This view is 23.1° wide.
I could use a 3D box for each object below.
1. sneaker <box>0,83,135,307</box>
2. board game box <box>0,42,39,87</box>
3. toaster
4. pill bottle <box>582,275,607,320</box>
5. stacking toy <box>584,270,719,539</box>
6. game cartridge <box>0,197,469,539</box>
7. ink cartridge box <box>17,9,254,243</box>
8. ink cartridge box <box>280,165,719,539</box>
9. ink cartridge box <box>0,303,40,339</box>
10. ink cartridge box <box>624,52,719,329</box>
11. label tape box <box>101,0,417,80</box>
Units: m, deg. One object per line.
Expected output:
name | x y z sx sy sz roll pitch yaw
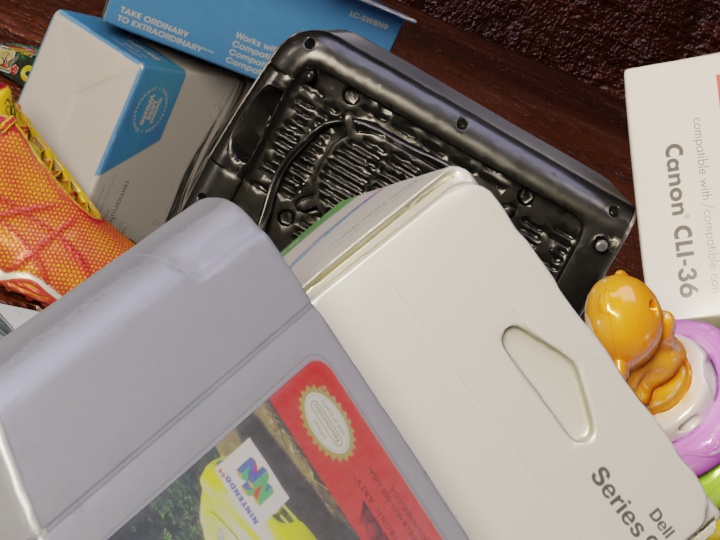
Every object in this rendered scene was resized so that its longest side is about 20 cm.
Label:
sneaker | -0.167 -0.040 0.839 0.199 0.077 0.073 33 9 -22
board game box | -0.175 -0.130 1.294 0.104 0.024 0.200 29 13 17
toaster | 0.000 0.000 0.802 0.199 0.182 0.119 29 11 -1
pill bottle | 0.103 0.051 0.951 0.198 0.113 0.112 19 15 -27
stacking toy | 0.130 0.062 0.695 0.109 0.117 0.200 -11 -35 27
game cartridge | -0.023 0.091 0.458 0.201 0.041 0.133 56 44 -6
ink cartridge box | -0.109 -0.069 0.983 0.066 0.117 0.199 31 14 23
ink cartridge box | 0.026 0.048 0.638 0.146 0.087 0.200 53 -11 -6
ink cartridge box | -0.095 0.077 0.531 0.199 0.084 0.146 15 19 -42
ink cartridge box | 0.160 -0.020 0.770 0.067 0.118 0.200 -9 -20 14
label tape box | -0.059 -0.136 0.915 0.143 0.064 0.200 20 10 -10
